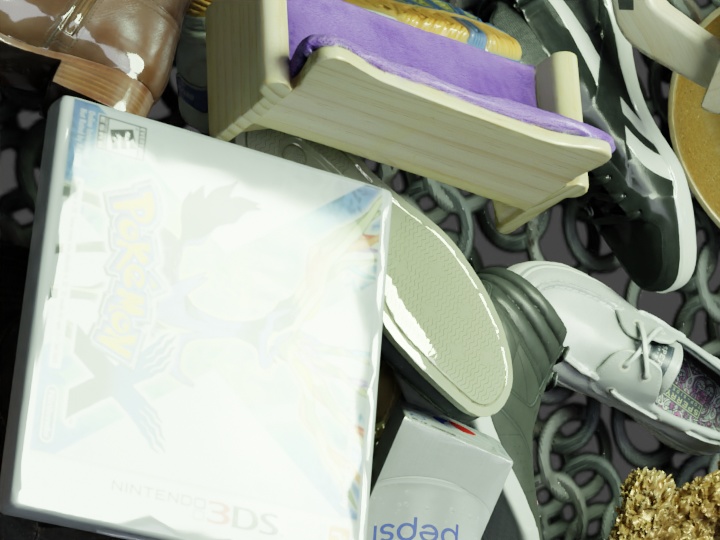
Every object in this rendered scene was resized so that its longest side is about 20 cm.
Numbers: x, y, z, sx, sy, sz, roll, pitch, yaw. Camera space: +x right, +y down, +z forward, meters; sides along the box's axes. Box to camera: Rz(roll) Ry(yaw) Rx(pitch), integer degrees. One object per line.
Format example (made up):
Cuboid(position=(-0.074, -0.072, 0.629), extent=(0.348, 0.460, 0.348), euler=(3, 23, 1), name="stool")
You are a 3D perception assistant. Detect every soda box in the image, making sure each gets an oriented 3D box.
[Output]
Cuboid(position=(0.010, 0.172, 1.242), extent=(0.063, 0.068, 0.200), euler=(23, 93, -4), name="soda box")

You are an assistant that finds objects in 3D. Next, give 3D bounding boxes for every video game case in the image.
Cuboid(position=(-0.072, 0.034, 1.126), extent=(0.182, 0.022, 0.200), euler=(15, 67, -27), name="video game case")

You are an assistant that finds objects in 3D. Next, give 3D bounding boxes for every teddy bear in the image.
Cuboid(position=(0.172, 0.177, 1.399), extent=(0.200, 0.067, 0.145), euler=(-47, 141, -12), name="teddy bear")

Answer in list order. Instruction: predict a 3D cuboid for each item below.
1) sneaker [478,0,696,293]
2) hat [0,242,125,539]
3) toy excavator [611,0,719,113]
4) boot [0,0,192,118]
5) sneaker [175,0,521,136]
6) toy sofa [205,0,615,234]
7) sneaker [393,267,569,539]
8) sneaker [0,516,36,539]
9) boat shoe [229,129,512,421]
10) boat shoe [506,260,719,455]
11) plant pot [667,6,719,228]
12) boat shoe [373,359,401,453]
Cuboid(position=(0.115, -0.070, 1.380), extent=(0.112, 0.073, 0.200), euler=(-20, 92, -32), name="sneaker")
Cuboid(position=(-0.127, 0.065, 1.152), extent=(0.200, 0.081, 0.201), euler=(25, 54, -40), name="hat")
Cuboid(position=(0.139, -0.192, 1.334), extent=(0.100, 0.194, 0.200), euler=(-31, 119, -49), name="toy excavator")
Cuboid(position=(-0.152, -0.181, 1.192), extent=(0.186, 0.064, 0.200), euler=(30, 60, -15), name="boot")
Cuboid(position=(-0.010, -0.107, 1.289), extent=(0.200, 0.075, 0.088), euler=(4, 108, -25), name="sneaker")
Cuboid(position=(0.028, -0.094, 1.195), extent=(0.200, 0.098, 0.083), euler=(16, 57, -32), name="toy sofa")
Cuboid(position=(0.085, 0.088, 1.334), extent=(0.099, 0.071, 0.200), euler=(-41, 126, -36), name="sneaker")
Cuboid(position=(-0.208, 0.131, 1.142), extent=(0.200, 0.074, 0.087), euler=(37, 55, -34), name="sneaker")
Cuboid(position=(0.000, 0.000, 1.234), extent=(0.200, 0.068, 0.072), euler=(46, 52, -4), name="boat shoe")
Cuboid(position=(0.163, 0.055, 1.405), extent=(0.200, 0.068, 0.072), euler=(38, 68, -28), name="boat shoe")
Cuboid(position=(0.317, -0.120, 1.475), extent=(0.200, 0.186, 0.187), euler=(-38, 110, -46), name="plant pot")
Cuboid(position=(-0.033, 0.111, 1.261), extent=(0.201, 0.063, 0.073), euler=(-46, 113, -31), name="boat shoe")
